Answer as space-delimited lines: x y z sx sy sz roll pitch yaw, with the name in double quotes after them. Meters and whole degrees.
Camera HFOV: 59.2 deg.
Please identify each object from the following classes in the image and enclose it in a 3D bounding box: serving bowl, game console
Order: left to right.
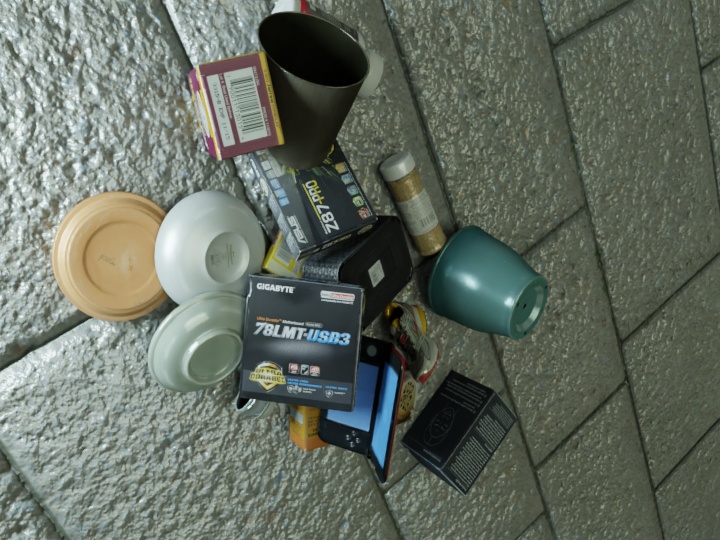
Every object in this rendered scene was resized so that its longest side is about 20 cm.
-0.234 -0.026 1.044 0.196 0.065 0.207 -12 108 -39 "serving bowl"
-0.003 0.221 1.067 0.118 0.167 0.207 -1 101 -70 "game console"

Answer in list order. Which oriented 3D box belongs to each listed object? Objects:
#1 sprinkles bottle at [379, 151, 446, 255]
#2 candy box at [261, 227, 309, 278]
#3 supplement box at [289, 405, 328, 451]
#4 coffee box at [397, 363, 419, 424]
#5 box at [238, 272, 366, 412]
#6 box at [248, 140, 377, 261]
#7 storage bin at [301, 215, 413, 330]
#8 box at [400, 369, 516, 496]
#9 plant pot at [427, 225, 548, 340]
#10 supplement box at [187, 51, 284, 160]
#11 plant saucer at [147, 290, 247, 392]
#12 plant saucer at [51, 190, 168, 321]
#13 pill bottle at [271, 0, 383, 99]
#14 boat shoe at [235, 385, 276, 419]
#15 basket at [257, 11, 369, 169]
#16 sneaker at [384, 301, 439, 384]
0.106 -0.130 1.252 0.068 0.068 0.203 -36 116 -20 "sprinkles bottle"
-0.097 -0.070 1.137 0.102 0.026 0.205 36 66 -36 "candy box"
-0.091 0.219 1.167 0.065 0.068 0.207 -6 100 -32 "supplement box"
0.037 0.238 1.225 0.198 0.078 0.117 4 97 -59 "coffee box"
-0.094 0.116 1.042 0.193 0.050 0.205 7 96 6 "box"
-0.083 -0.138 1.092 0.158 0.049 0.204 -22 78 -23 "box"
0.000 0.000 1.158 0.200 0.092 0.138 -44 126 -39 "storage bin"
0.210 0.342 1.356 0.201 0.147 0.107 -50 119 -13 "box"
0.268 0.039 1.280 0.197 0.186 0.205 -26 130 -35 "plant pot"
-0.194 -0.249 0.962 0.100 0.200 0.135 -17 107 -15 "supplement box"
-0.249 0.132 1.048 0.197 0.050 0.204 -26 137 -26 "plant saucer"
-0.377 -0.020 0.998 0.195 0.032 0.207 -6 101 -30 "plant saucer"
-0.060 -0.372 1.080 0.196 0.110 0.114 19 90 -32 "pill bottle"
-0.161 0.160 1.105 0.071 0.069 0.206 20 92 -46 "boat shoe"
-0.086 -0.269 1.003 0.177 0.202 0.137 29 56 6 "basket"
0.092 0.139 1.235 0.080 0.202 0.079 19 119 -26 "sneaker"
